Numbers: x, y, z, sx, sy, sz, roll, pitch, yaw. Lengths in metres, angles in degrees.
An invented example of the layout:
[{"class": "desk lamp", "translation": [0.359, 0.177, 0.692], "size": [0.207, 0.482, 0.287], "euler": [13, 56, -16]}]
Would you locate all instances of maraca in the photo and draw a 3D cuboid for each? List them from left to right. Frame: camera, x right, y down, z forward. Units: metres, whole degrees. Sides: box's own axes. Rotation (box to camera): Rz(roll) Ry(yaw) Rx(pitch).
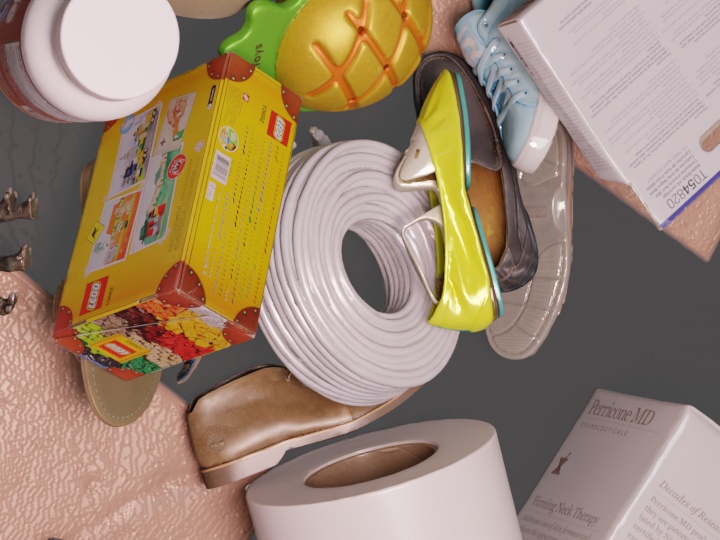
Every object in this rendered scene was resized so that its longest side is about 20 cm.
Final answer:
[{"class": "maraca", "translation": [-0.027, -0.176, 1.701], "size": [0.199, 0.107, 0.138], "euler": [-22, 137, -30]}]

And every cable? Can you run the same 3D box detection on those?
[{"class": "cable", "translation": [0.000, 0.000, 1.696], "size": [0.200, 0.069, 0.201], "euler": [41, 50, -28]}]

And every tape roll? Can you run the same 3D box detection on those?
[{"class": "tape roll", "translation": [0.024, 0.211, 1.700], "size": [0.201, 0.202, 0.140], "euler": [-18, 98, -19]}]

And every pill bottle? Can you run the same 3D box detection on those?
[{"class": "pill bottle", "translation": [-0.196, -0.163, 1.597], "size": [0.111, 0.200, 0.113], "euler": [-1, 93, -21]}]

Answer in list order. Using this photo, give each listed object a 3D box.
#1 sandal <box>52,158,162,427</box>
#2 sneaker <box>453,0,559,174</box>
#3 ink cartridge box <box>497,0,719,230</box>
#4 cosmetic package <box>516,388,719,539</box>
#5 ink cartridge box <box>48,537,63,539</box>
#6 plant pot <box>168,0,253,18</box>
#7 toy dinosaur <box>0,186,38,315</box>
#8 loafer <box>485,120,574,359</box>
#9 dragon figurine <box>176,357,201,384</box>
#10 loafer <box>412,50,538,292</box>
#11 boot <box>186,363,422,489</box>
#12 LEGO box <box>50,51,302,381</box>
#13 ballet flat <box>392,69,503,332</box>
[{"class": "sandal", "translation": [-0.200, 0.022, 1.684], "size": [0.077, 0.069, 0.214], "euler": [14, 66, -43]}, {"class": "sneaker", "translation": [0.110, -0.163, 1.754], "size": [0.081, 0.074, 0.201], "euler": [11, 51, -13]}, {"class": "ink cartridge box", "translation": [0.232, -0.167, 1.715], "size": [0.199, 0.041, 0.201], "euler": [-40, 102, -21]}, {"class": "cosmetic package", "translation": [0.233, 0.228, 1.796], "size": [0.166, 0.167, 0.201], "euler": [37, 79, -18]}, {"class": "ink cartridge box", "translation": [-0.191, 0.321, 1.687], "size": [0.144, 0.084, 0.202], "euler": [18, 87, -21]}, {"class": "plant pot", "translation": [-0.119, -0.266, 1.643], "size": [0.199, 0.201, 0.135], "euler": [3, 119, -20]}, {"class": "toy dinosaur", "translation": [-0.298, -0.019, 1.643], "size": [0.101, 0.077, 0.202], "euler": [5, 103, 11]}, {"class": "loafer", "translation": [0.147, -0.027, 1.806], "size": [0.063, 0.071, 0.202], "euler": [3, 94, -64]}, {"class": "dragon figurine", "translation": [-0.117, -0.015, 1.709], "size": [0.099, 0.059, 0.201], "euler": [38, 75, -16]}, {"class": "loafer", "translation": [0.089, -0.083, 1.754], "size": [0.072, 0.072, 0.201], "euler": [-24, 81, 9]}, {"class": "boot", "translation": [-0.041, 0.100, 1.743], "size": [0.199, 0.074, 0.076], "euler": [-21, 90, -16]}, {"class": "LEGO box", "translation": [-0.133, -0.038, 1.613], "size": [0.077, 0.148, 0.202], "euler": [31, 56, -34]}, {"class": "ballet flat", "translation": [0.060, -0.051, 1.683], "size": [0.066, 0.067, 0.202], "euler": [-9, 84, -5]}]
